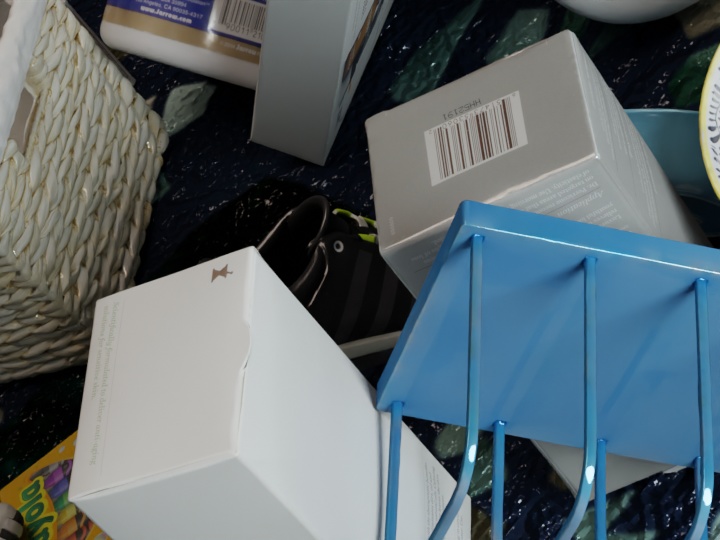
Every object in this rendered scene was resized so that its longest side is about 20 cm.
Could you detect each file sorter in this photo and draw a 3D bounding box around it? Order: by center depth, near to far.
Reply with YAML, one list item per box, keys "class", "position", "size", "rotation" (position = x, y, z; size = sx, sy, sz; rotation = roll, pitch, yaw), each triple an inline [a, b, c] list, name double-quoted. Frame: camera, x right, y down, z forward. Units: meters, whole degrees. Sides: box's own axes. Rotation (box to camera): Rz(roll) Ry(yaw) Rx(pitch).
- class: "file sorter"
  position: [0.115, 0.077, 0.924]
  size: [0.199, 0.139, 0.123]
  rotation: [11, 53, -9]

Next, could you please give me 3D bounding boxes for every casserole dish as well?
- class: "casserole dish"
  position: [0.121, -0.044, 1.128]
  size: [0.199, 0.121, 0.039]
  rotation: [1, 78, 38]

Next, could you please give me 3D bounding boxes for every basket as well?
- class: "basket"
  position: [-0.245, -0.042, 1.376]
  size: [0.199, 0.161, 0.199]
  rotation: [-14, 47, 27]

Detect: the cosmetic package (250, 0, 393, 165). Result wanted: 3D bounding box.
- class: "cosmetic package"
  position: [-0.008, -0.175, 1.292]
  size: [0.051, 0.200, 0.152]
  rotation: [18, 62, 3]

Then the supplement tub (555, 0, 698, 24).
- class: "supplement tub"
  position: [0.124, -0.241, 1.275]
  size: [0.144, 0.145, 0.200]
  rotation: [-37, 40, 5]

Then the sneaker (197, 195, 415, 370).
- class: "sneaker"
  position: [0.000, 0.000, 1.153]
  size: [0.199, 0.083, 0.072]
  rotation: [-23, 31, -26]

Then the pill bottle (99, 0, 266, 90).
- class: "pill bottle"
  position: [-0.077, -0.216, 1.382]
  size: [0.115, 0.115, 0.201]
  rotation: [19, 94, 47]

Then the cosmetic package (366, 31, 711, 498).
- class: "cosmetic package"
  position: [0.096, 0.004, 1.022]
  size: [0.106, 0.200, 0.091]
  rotation: [-23, 45, 16]

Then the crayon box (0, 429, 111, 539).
- class: "crayon box"
  position: [-0.115, 0.120, 1.193]
  size: [0.200, 0.052, 0.126]
  rotation: [-38, 28, 6]

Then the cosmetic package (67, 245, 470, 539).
- class: "cosmetic package"
  position: [-0.031, 0.096, 0.982]
  size: [0.084, 0.200, 0.108]
  rotation: [-18, 44, 24]

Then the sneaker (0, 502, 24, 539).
- class: "sneaker"
  position: [-0.265, 0.144, 1.217]
  size: [0.200, 0.115, 0.075]
  rotation: [-33, 39, 51]

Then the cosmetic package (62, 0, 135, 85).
- class: "cosmetic package"
  position: [-0.249, -0.129, 1.525]
  size: [0.199, 0.083, 0.051]
  rotation: [0, 52, 38]

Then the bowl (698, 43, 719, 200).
- class: "bowl"
  position: [0.254, -0.048, 1.017]
  size: [0.199, 0.094, 0.202]
  rotation: [-8, 56, 12]
